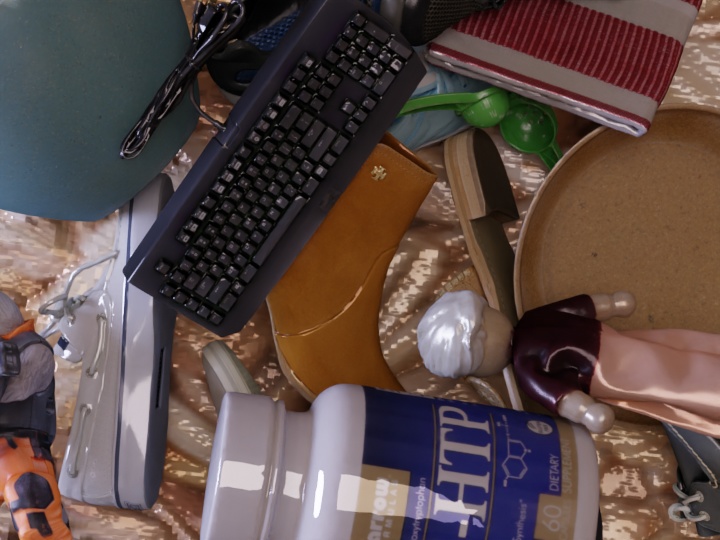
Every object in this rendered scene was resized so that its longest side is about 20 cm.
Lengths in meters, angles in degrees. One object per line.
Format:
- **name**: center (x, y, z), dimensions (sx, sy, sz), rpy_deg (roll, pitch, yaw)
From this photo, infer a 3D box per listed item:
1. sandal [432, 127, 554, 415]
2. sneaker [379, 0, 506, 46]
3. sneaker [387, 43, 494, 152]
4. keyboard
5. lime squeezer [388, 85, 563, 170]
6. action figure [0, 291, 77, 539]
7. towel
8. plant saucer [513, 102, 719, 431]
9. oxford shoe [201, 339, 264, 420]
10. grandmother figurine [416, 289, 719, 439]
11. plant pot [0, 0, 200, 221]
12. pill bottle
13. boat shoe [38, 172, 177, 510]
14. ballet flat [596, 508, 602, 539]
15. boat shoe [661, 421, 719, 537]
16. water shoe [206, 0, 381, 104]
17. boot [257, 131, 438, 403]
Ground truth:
- **sandal**: center (0.068, 0.023, 1.047), dimensions (0.070, 0.078, 0.212), rpy_deg (-18, 75, 25)
- **sneaker**: center (0.100, -0.186, 0.988), dimensions (0.114, 0.076, 0.199), rpy_deg (32, 56, 22)
- **sneaker**: center (0.037, -0.111, 1.043), dimensions (0.200, 0.082, 0.074), rpy_deg (-38, 87, -8)
- **keyboard**: center (-0.065, -0.070, 0.934), dimensions (0.127, 0.021, 0.200), rpy_deg (33, 100, -15)
- **lime squeezer**: center (0.085, -0.081, 1.033), dimensions (0.200, 0.038, 0.071), rpy_deg (27, 65, -39)
- **action figure**: center (-0.221, 0.102, 0.982), dimensions (0.105, 0.200, 0.194), rpy_deg (-3, 86, -45)
- **towel**: center (0.136, -0.177, 1.043), dimensions (0.144, 0.023, 0.200), rpy_deg (20, 59, 9)
- **plant saucer**: center (0.183, -0.003, 1.039), dimensions (0.200, 0.035, 0.200), rpy_deg (-2, 100, -13)
- **oxford shoe**: center (-0.058, 0.137, 1.010), dimensions (0.058, 0.075, 0.200), rpy_deg (-23, 86, 5)
- **grandmother figurine**: center (0.130, 0.052, 0.956), dimensions (0.200, 0.121, 0.061), rpy_deg (11, 114, 7)
- **plant pot**: center (-0.172, -0.107, 0.987), dimensions (0.200, 0.200, 0.135), rpy_deg (-47, 109, -8)
- **pill bottle**: center (0.018, 0.125, 0.928), dimensions (0.200, 0.120, 0.120), rpy_deg (9, 82, -7)
- **boat shoe**: center (-0.157, 0.039, 1.022), dimensions (0.086, 0.075, 0.202), rpy_deg (4, 89, 6)
- **ballet flat**: center (0.095, 0.214, 1.010), dimensions (0.073, 0.073, 0.200), rpy_deg (27, 81, 0)
- **boat shoe**: center (0.219, 0.142, 1.018), dimensions (0.062, 0.073, 0.200), rpy_deg (-38, 101, 7)
- **water shoe**: center (-0.008, -0.175, 1.042), dimensions (0.200, 0.079, 0.072), rpy_deg (-42, 66, -8)
- **boot**: center (0.000, -0.001, 0.996), dimensions (0.201, 0.071, 0.144), rpy_deg (41, 105, -13)
